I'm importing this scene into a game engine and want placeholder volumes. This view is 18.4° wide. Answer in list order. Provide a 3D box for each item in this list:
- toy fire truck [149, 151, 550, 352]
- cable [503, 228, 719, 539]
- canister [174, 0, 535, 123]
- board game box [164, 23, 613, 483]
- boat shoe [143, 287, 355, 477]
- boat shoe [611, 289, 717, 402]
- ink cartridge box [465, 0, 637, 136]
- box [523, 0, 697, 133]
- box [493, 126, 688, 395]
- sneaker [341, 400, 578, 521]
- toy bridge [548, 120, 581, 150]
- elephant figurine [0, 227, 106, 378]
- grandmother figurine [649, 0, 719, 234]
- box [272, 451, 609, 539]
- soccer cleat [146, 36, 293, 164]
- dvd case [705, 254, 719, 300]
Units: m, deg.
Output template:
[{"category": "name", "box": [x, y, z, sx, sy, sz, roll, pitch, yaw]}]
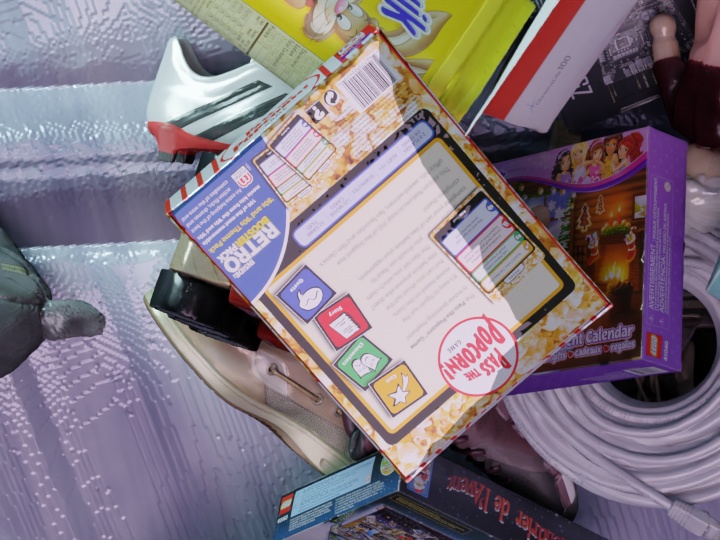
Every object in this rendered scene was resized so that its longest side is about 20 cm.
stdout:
[{"category": "toy fire truck", "box": [0.000, 0.000, 1.313, 0.200, 0.176, 0.129, 19, 84, 9]}, {"category": "cable", "box": [0.183, 0.045, 1.368, 0.200, 0.069, 0.200, 23, 94, 14]}, {"category": "canister", "box": [-0.014, -0.162, 1.288, 0.200, 0.149, 0.087, 36, 132, -3]}, {"category": "board game box", "box": [0.015, -0.009, 1.208, 0.151, 0.046, 0.200, -40, 101, 2]}, {"category": "boat shoe", "box": [-0.053, 0.065, 1.443, 0.200, 0.072, 0.065, 41, 95, -16]}, {"category": "boat shoe", "box": [0.199, 0.053, 1.435, 0.200, 0.073, 0.075, -17, 112, 6]}, {"category": "ink cartridge box", "box": [0.129, -0.146, 1.233, 0.057, 0.200, 0.163, 32, 109, -5]}, {"category": "box", "box": [0.162, -0.203, 1.342, 0.160, 0.044, 0.200, -22, 111, 8]}, {"category": "box", "box": [0.104, 0.001, 1.319, 0.039, 0.137, 0.200, 17, 160, -41]}, {"category": "sneaker", "box": [0.050, 0.108, 1.434, 0.115, 0.076, 0.200, -37, 103, -23]}, {"category": "toy bridge", "box": [0.125, -0.060, 1.412, 0.200, 0.027, 0.067, 7, 114, -3]}, {"category": "elephant figurine", "box": [-0.289, 0.058, 1.418, 0.141, 0.155, 0.200, -6, 136, -45]}, {"category": "grandmother figurine", "box": [0.215, -0.117, 1.294, 0.060, 0.121, 0.200, 5, 105, -29]}, {"category": "box", "box": [0.063, 0.182, 1.447, 0.200, 0.038, 0.137, 28, 144, -27]}, {"category": "soccer cleat", "box": [-0.034, -0.097, 1.364, 0.200, 0.069, 0.085, 8, 95, 11]}, {"category": "dvd case", "box": [0.260, -0.091, 1.286, 0.022, 0.200, 0.146, 28, 140, 4]}]
